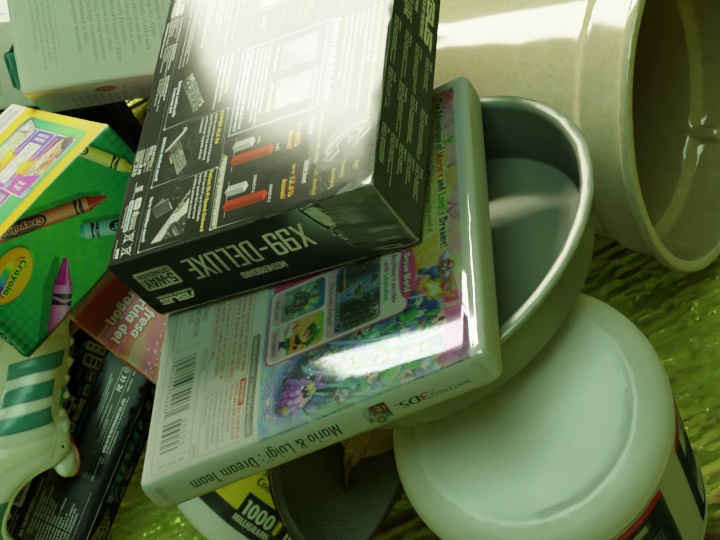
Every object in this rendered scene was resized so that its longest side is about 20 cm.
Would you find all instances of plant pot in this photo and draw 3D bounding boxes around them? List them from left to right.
[{"bbox_3d":[0.126,-0.106,0.870,0.182,0.200,0.203,5,65,36],"label":"plant pot"}]

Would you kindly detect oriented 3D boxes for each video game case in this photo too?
[{"bbox_3d":[-0.019,0.006,0.688,0.180,0.024,0.202,-23,38,21],"label":"video game case"}]

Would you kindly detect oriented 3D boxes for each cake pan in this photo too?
[{"bbox_3d":[0.033,-0.003,0.702,0.198,0.037,0.202,-25,38,21],"label":"cake pan"}]

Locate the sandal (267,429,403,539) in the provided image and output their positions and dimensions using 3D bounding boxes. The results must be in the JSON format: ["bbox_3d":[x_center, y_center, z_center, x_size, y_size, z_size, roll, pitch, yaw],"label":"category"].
[{"bbox_3d":[0.015,0.058,0.749,0.081,0.055,0.201,32,85,-3],"label":"sandal"}]

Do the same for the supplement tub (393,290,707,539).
[{"bbox_3d":[0.108,0.110,0.741,0.138,0.200,0.142,-9,60,16],"label":"supplement tub"}]

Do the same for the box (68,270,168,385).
[{"bbox_3d":[-0.078,-0.024,0.847,0.094,0.103,0.201,35,84,4],"label":"box"}]

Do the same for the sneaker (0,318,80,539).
[{"bbox_3d":[-0.206,0.079,0.875,0.202,0.093,0.070,-62,17,-11],"label":"sneaker"}]

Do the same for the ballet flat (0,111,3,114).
[{"bbox_3d":[-0.219,-0.026,0.991,0.072,0.072,0.200,-44,79,-6],"label":"ballet flat"}]

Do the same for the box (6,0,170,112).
[{"bbox_3d":[-0.123,-0.170,0.916,0.197,0.124,0.099,-9,92,-7],"label":"box"}]

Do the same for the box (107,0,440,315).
[{"bbox_3d":[-0.039,-0.089,0.721,0.156,0.050,0.202,-16,50,28],"label":"box"}]

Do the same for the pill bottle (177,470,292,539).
[{"bbox_3d":[-0.020,0.073,0.837,0.112,0.112,0.201,40,99,33],"label":"pill bottle"}]

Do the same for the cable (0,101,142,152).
[{"bbox_3d":[-0.254,-0.064,1.072,0.199,0.051,0.164,-34,62,-1],"label":"cable"}]

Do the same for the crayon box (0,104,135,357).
[{"bbox_3d":[-0.199,-0.031,0.817,0.119,0.058,0.199,-49,28,-12],"label":"crayon box"}]

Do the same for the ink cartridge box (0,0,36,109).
[{"bbox_3d":[-0.215,-0.172,1.033,0.197,0.068,0.117,-7,27,-7],"label":"ink cartridge box"}]

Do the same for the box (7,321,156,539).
[{"bbox_3d":[-0.233,0.074,0.927,0.196,0.050,0.202,21,87,12],"label":"box"}]
